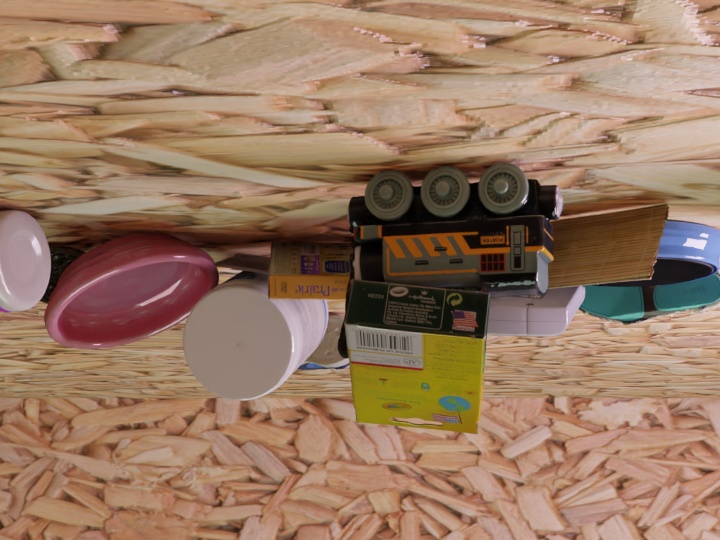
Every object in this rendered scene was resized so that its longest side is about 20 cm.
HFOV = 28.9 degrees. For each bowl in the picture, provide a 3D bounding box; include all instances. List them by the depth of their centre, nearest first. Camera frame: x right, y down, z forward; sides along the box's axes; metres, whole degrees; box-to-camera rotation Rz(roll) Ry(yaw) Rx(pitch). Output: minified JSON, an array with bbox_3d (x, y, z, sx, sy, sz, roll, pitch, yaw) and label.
[{"bbox_3d":[0.300,-0.015,1.540,0.199,0.040,0.201,0,170,0],"label":"bowl"}]

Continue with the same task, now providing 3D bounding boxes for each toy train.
[{"bbox_3d":[0.083,-0.031,1.255,0.198,0.115,0.085,-3,169,15],"label":"toy train"}]

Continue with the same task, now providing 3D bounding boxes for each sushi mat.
[{"bbox_3d":[0.212,-0.019,1.402,0.199,0.096,0.012,-7,132,37],"label":"sushi mat"}]

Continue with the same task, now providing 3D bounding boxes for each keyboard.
[{"bbox_3d":[-0.064,0.003,1.569,0.199,0.011,0.056,8,-163,19],"label":"keyboard"}]

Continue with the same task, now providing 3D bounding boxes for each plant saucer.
[{"bbox_3d":[-0.258,0.019,1.557,0.199,0.051,0.201,-20,158,-8],"label":"plant saucer"}]

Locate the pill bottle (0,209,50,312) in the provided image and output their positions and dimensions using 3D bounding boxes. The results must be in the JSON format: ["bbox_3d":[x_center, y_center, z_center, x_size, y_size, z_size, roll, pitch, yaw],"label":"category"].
[{"bbox_3d":[-0.430,-0.005,1.449,0.199,0.105,0.104,-3,169,22],"label":"pill bottle"}]

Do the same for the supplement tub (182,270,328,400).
[{"bbox_3d":[-0.116,0.064,1.596,0.131,0.133,0.200,-1,-173,9],"label":"supplement tub"}]

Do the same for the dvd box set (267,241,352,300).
[{"bbox_3d":[0.000,0.000,1.509,0.198,0.030,0.146,1,-165,-3],"label":"dvd box set"}]

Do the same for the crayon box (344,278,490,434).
[{"bbox_3d":[0.053,0.084,1.296,0.126,0.051,0.200,6,148,6],"label":"crayon box"}]

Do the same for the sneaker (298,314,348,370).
[{"bbox_3d":[-0.029,0.111,2.156,0.199,0.081,0.146,-14,171,43],"label":"sneaker"}]

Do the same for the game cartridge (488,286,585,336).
[{"bbox_3d":[0.136,0.034,1.523,0.199,0.042,0.133,5,-160,18],"label":"game cartridge"}]

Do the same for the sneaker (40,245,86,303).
[{"bbox_3d":[-0.381,0.002,1.643,0.199,0.071,0.076,-7,-166,23],"label":"sneaker"}]

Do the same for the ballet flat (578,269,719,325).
[{"bbox_3d":[0.352,0.026,1.683,0.199,0.076,0.064,0,-174,24],"label":"ballet flat"}]

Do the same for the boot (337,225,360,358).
[{"bbox_3d":[0.082,0.018,1.397,0.209,0.159,0.079,-1,169,8],"label":"boot"}]
